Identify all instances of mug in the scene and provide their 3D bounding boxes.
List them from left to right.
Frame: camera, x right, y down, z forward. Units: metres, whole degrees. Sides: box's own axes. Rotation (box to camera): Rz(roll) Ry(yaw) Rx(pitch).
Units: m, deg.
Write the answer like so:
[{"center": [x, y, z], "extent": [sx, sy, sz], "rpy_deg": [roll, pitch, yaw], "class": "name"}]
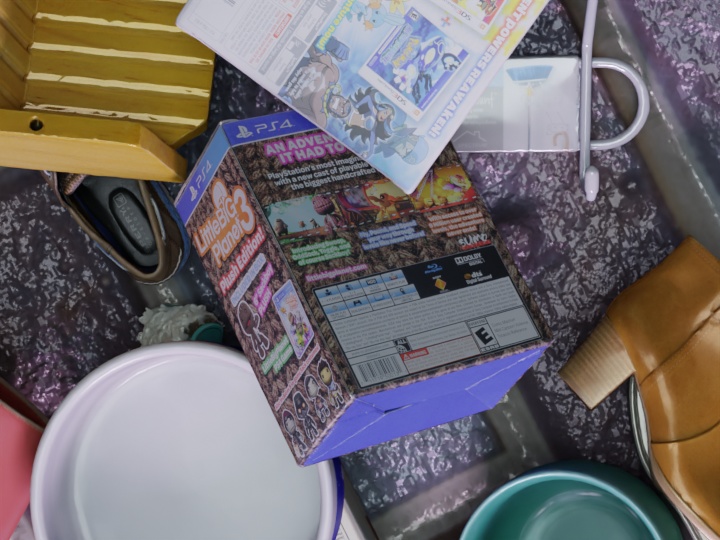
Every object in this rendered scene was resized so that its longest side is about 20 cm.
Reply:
[{"center": [0.156, 0.220, 1.415], "extent": [0.151, 0.114, 0.186], "rpy_deg": [-32, 83, 14], "class": "mug"}]

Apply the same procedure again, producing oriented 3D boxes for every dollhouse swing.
[{"center": [-0.183, -0.186, 1.311], "extent": [0.180, 0.176, 0.202], "rpy_deg": [5, 72, 0], "class": "dollhouse swing"}]

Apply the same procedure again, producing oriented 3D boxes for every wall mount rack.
[{"center": [0.099, -0.134, 1.393], "extent": [0.198, 0.075, 0.175], "rpy_deg": [-1, 105, 0], "class": "wall mount rack"}]

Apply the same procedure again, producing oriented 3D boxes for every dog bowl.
[{"center": [-0.111, 0.146, 1.359], "extent": [0.198, 0.079, 0.202], "rpy_deg": [0, 90, 6], "class": "dog bowl"}]

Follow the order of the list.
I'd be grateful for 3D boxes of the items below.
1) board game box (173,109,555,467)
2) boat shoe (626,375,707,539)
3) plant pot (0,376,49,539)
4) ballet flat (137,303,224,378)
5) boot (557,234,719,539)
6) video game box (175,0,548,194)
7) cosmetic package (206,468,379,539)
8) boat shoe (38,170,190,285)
[{"center": [0.000, 0.000, 1.323], "extent": [0.158, 0.097, 0.201], "rpy_deg": [-13, 66, -32], "class": "board game box"}, {"center": [0.236, 0.146, 1.454], "extent": [0.066, 0.057, 0.201], "rpy_deg": [-24, 92, 1], "class": "boat shoe"}, {"center": [-0.308, 0.140, 1.392], "extent": [0.200, 0.200, 0.178], "rpy_deg": [39, 87, -5], "class": "plant pot"}, {"center": [-0.143, 0.117, 1.450], "extent": [0.071, 0.072, 0.202], "rpy_deg": [13, 96, -1], "class": "ballet flat"}, {"center": [0.244, 0.088, 1.388], "extent": [0.144, 0.071, 0.201], "rpy_deg": [-41, 86, 1], "class": "boot"}, {"center": [0.016, -0.181, 1.270], "extent": [0.182, 0.047, 0.201], "rpy_deg": [37, 101, 1], "class": "video game box"}, {"center": [-0.018, 0.241, 1.447], "extent": [0.103, 0.087, 0.201], "rpy_deg": [-24, 96, 4], "class": "cosmetic package"}, {"center": [-0.184, -0.078, 1.410], "extent": [0.072, 0.072, 0.200], "rpy_deg": [-39, 96, 5], "class": "boat shoe"}]
